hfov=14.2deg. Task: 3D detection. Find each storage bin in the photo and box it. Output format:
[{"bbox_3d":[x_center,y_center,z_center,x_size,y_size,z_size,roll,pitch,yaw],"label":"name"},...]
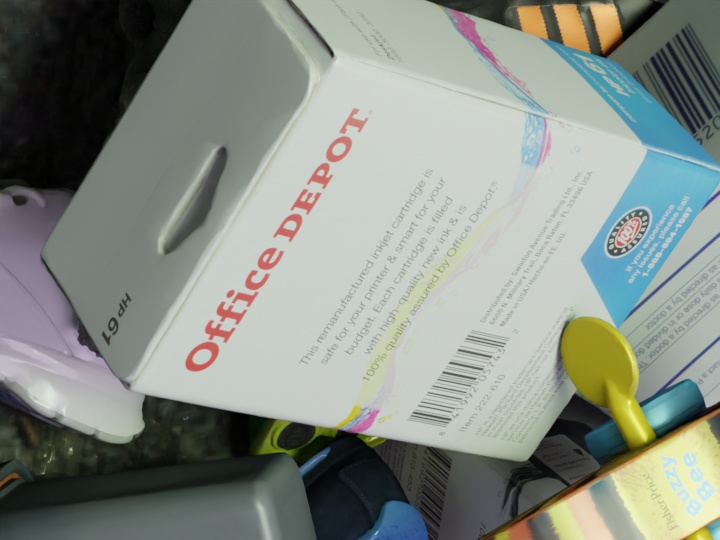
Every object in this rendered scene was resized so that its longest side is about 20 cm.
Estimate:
[{"bbox_3d":[-0.077,0.163,1.109,0.134,0.146,0.200,-14,94,9],"label":"storage bin"}]

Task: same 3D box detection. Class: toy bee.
[{"bbox_3d":[0.126,0.062,1.052,0.131,0.109,0.200,40,71,-3],"label":"toy bee"}]

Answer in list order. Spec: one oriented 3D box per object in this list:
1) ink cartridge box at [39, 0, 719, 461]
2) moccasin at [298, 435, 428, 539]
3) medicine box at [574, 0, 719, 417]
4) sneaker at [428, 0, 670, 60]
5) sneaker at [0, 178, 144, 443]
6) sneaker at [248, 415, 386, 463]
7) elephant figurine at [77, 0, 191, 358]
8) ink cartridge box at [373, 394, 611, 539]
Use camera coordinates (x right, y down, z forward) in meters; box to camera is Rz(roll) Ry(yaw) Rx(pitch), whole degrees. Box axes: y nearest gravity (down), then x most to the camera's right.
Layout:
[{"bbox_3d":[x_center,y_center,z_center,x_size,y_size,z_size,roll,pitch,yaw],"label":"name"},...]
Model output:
[{"bbox_3d":[0.008,-0.020,1.037,0.200,0.085,0.145,13,119,-43],"label":"ink cartridge box"},{"bbox_3d":[-0.052,0.145,1.213,0.200,0.068,0.080,-37,142,18],"label":"moccasin"},{"bbox_3d":[0.176,-0.012,1.184,0.182,0.103,0.200,-43,129,18],"label":"medicine box"},{"bbox_3d":[0.072,-0.105,1.183,0.200,0.070,0.090,19,113,-33],"label":"sneaker"},{"bbox_3d":[-0.152,-0.003,1.103,0.200,0.074,0.087,27,85,-42],"label":"sneaker"},{"bbox_3d":[0.000,0.000,1.180,0.074,0.084,0.200,-1,131,-30],"label":"sneaker"},{"bbox_3d":[-0.047,-0.089,1.086,0.155,0.142,0.200,-9,123,8],"label":"elephant figurine"},{"bbox_3d":[0.079,0.140,1.209,0.084,0.200,0.145,-5,114,-28],"label":"ink cartridge box"}]
